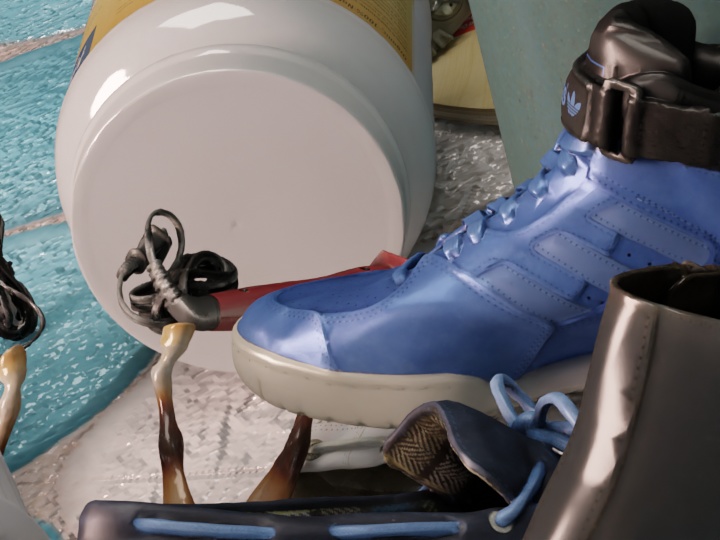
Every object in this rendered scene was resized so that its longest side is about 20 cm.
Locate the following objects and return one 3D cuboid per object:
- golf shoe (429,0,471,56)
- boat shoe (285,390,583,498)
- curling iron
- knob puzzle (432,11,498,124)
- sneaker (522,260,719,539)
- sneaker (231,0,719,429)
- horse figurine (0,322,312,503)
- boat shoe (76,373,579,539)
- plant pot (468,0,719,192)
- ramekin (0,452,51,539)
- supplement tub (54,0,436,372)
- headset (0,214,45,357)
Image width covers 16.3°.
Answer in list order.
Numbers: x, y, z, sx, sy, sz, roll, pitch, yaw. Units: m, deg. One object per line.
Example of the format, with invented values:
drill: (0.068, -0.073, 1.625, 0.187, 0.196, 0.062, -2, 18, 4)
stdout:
golf shoe: (-0.038, -0.111, 1.146, 0.199, 0.079, 0.097, -25, 13, 5)
boat shoe: (0.049, 0.074, 0.751, 0.069, 0.071, 0.200, -44, 30, -26)
curling iron: (0.000, 0.000, 0.867, 0.199, 0.026, 0.050, -2, 48, -40)
knob puzzle: (0.090, -0.125, 1.129, 0.219, 0.030, 0.220, -27, 30, 17)
sneaker: (0.129, 0.062, 0.573, 0.199, 0.107, 0.075, 8, 15, -30)
sneaker: (0.056, -0.021, 0.705, 0.199, 0.112, 0.077, -3, 20, 13)
horse figurine: (-0.083, 0.087, 0.797, 0.199, 0.133, 0.050, -7, -15, 26)
boat shoe: (0.028, 0.062, 0.612, 0.199, 0.069, 0.084, -11, -2, -29)
plant pot: (0.123, -0.066, 0.812, 0.199, 0.197, 0.200, -18, 26, 9)
ramekin: (-0.188, 0.085, 0.721, 0.201, 0.203, 0.095, -21, 58, 0)
supplement tub: (-0.043, -0.063, 0.985, 0.144, 0.145, 0.200, -17, 26, 9)
headset: (-0.203, 0.024, 0.977, 0.123, 0.094, 0.200, -23, -6, 39)
